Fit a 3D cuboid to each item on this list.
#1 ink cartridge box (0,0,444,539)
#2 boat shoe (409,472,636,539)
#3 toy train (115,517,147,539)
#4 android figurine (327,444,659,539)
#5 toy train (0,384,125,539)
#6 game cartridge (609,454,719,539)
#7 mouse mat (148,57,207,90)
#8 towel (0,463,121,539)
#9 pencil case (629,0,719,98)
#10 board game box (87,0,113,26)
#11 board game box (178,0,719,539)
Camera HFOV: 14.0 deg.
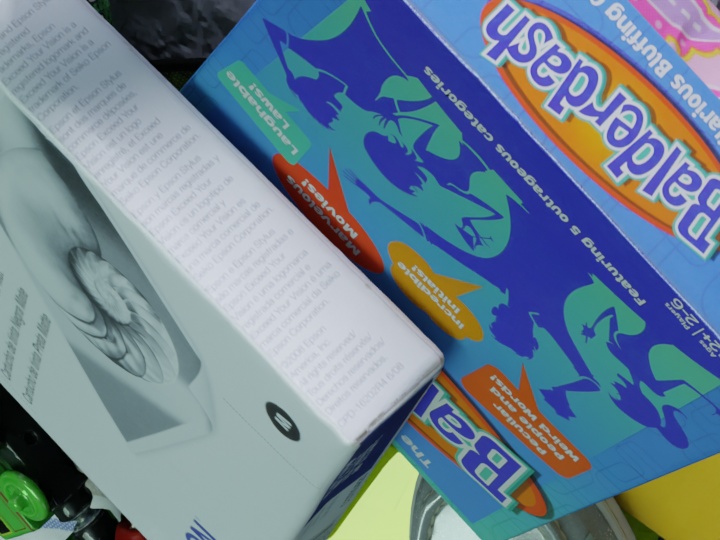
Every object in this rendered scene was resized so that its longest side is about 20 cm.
[{"bbox_3d":[-0.076,-0.004,0.819,0.200,0.041,0.200,47,158,8],"label":"ink cartridge box"},{"bbox_3d":[0.050,0.144,0.863,0.074,0.065,0.203,0,111,14],"label":"boat shoe"},{"bbox_3d":[-0.069,0.111,1.016,0.034,0.046,0.201,-117,17,-76],"label":"toy train"},{"bbox_3d":[0.022,0.120,0.925,0.182,0.041,0.200,30,111,5],"label":"android figurine"},{"bbox_3d":[-0.124,0.067,1.054,0.200,0.042,0.056,52,148,-10],"label":"toy train"},{"bbox_3d":[0.164,0.037,0.791,0.176,0.032,0.200,35,138,3],"label":"game cartridge"},{"bbox_3d":[0.000,0.000,0.940,0.199,0.008,0.161,3,127,41],"label":"mouse mat"},{"bbox_3d":[-0.093,0.104,1.106,0.146,0.024,0.201,5,128,37],"label":"towel"},{"bbox_3d":[0.019,-0.093,0.771,0.200,0.087,0.087,49,142,-9],"label":"pencil case"},{"bbox_3d":[-0.125,-0.083,0.910,0.104,0.023,0.201,5,114,31],"label":"board game box"},{"bbox_3d":[0.028,-0.012,0.731,0.152,0.045,0.200,46,159,-2],"label":"board game box"}]
